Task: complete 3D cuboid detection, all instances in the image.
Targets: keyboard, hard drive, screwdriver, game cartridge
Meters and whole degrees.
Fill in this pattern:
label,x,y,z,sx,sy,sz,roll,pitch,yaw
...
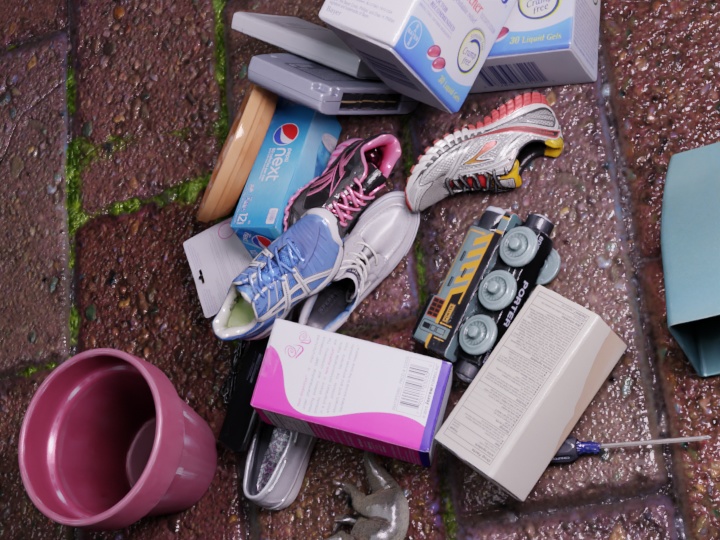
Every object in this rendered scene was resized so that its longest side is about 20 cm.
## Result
label,x,y,z,sx,sy,sz,roll,pitch,yaw
keyboard,-0.125,0.112,1.568,0.127,0.020,0.202,20,90,63
hard drive,-0.042,-0.274,1.626,0.199,0.132,0.027,25,109,31
screwdriver,0.264,0.185,1.380,0.198,0.028,0.029,-3,103,25
game cartridge,-0.035,-0.221,1.572,0.133,0.199,0.041,31,113,30

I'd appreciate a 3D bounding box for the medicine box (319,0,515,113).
label,x,y,z,sx,sy,sz,roll,pitch,yaw
medicine box,0.076,-0.302,1.416,0.103,0.182,0.201,27,87,30

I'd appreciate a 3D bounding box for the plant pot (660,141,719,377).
label,x,y,z,sx,sy,sz,roll,pitch,yaw
plant pot,0.378,-0.023,1.330,0.140,0.141,0.202,-14,60,22

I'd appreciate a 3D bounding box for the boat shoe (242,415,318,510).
label,x,y,z,sx,sy,sz,roll,pitch,yaw
boat shoe,-0.089,0.174,1.536,0.072,0.068,0.201,17,82,30

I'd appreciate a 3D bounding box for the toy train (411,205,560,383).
label,x,y,z,sx,sy,sz,roll,pitch,yaw
toy train,0.138,0.023,1.469,0.114,0.085,0.201,21,84,40

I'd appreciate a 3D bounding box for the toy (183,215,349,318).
label,x,y,z,sx,sy,sz,roll,pitch,yaw
toy,-0.109,-0.025,1.625,0.199,0.047,0.116,-28,58,10

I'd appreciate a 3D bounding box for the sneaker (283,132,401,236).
label,x,y,z,sx,sy,sz,roll,pitch,yaw
sneaker,-0.015,-0.089,1.531,0.095,0.079,0.201,-17,35,49

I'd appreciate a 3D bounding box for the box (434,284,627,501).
label,x,y,z,sx,sy,sz,roll,pitch,yaw
box,0.178,0.128,1.393,0.095,0.078,0.201,32,85,45

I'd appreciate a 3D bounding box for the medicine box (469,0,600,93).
label,x,y,z,sx,sy,sz,roll,pitch,yaw
medicine box,0.179,-0.320,1.545,0.181,0.103,0.202,-2,73,26

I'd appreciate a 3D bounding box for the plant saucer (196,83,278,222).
label,x,y,z,sx,sy,sz,roll,pitch,yaw
plant saucer,-0.146,-0.149,1.626,0.037,0.200,0.202,23,83,-10

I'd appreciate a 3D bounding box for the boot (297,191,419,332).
label,x,y,z,sx,sy,sz,roll,pitch,yaw
boot,0.000,0.000,1.523,0.073,0.096,0.201,35,98,-6

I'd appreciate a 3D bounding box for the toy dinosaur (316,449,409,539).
label,x,y,z,sx,sy,sz,roll,pitch,yaw
toy dinosaur,0.014,0.283,1.456,0.101,0.077,0.201,4,48,20

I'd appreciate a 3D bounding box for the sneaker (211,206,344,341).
label,x,y,z,sx,sy,sz,roll,pitch,yaw
sneaker,-0.090,0.013,1.460,0.076,0.077,0.200,46,117,14

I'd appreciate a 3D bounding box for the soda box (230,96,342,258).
label,x,y,z,sx,sy,sz,roll,pitch,yaw
soda box,-0.086,-0.114,1.594,0.064,0.068,0.201,2,57,26

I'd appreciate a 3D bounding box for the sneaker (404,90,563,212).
label,x,y,z,sx,sy,sz,roll,pitch,yaw
sneaker,0.139,-0.122,1.503,0.199,0.078,0.083,-31,69,2

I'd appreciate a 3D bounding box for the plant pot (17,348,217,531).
label,x,y,z,sx,sy,sz,roll,pitch,yaw
plant pot,-0.266,0.207,1.550,0.198,0.179,0.202,-8,71,24

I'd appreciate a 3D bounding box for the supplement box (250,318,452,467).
label,x,y,z,sx,sy,sz,roll,pitch,yaw
supplement box,-0.007,0.134,1.452,0.198,0.103,0.102,15,74,9
